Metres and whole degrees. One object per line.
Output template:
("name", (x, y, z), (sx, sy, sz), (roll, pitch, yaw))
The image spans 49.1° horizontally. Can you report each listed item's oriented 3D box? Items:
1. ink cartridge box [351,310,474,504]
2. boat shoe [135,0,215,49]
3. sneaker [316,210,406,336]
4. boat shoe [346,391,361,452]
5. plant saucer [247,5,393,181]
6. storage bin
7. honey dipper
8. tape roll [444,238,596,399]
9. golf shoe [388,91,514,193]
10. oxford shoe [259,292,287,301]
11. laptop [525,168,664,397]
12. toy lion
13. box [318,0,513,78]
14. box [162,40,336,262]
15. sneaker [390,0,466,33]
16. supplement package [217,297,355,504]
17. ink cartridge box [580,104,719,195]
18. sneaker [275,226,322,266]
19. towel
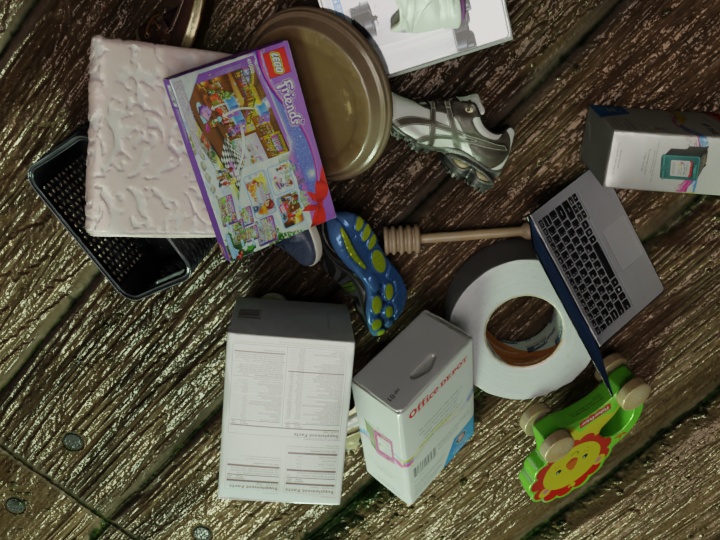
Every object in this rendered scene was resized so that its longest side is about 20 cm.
("ink cartridge box", (0.072, 0.174, 1.004), (0.084, 0.144, 0.203), (30, 145, 32))
("boat shoe", (-0.222, -0.256, 0.892), (0.071, 0.073, 0.202), (24, 120, -10))
("sneaker", (0.000, 0.000, 1.007), (0.071, 0.082, 0.202), (-40, 128, -17))
("boat shoe", (-0.023, 0.218, 1.101), (0.197, 0.075, 0.069), (-30, 105, 14))
("plant saucer", (-0.056, -0.192, 0.891), (0.196, 0.029, 0.204), (17, 127, 23))
("storage bin", (-0.273, -0.080, 0.936), (0.133, 0.094, 0.202), (-19, 117, 34))
("honey dipper", (0.126, -0.043, 0.996), (0.195, 0.038, 0.039), (-3, 115, 2))
("tape roll", (0.208, 0.064, 1.027), (0.195, 0.066, 0.205), (1, 114, 2))
("golf shoe", (0.091, -0.177, 0.921), (0.197, 0.078, 0.095), (28, 105, -20))
("oxford shoe", (-0.125, 0.127, 1.076), (0.074, 0.057, 0.205), (14, 104, 28))
("laptop", (0.281, 0.001, 0.907), (0.198, 0.116, 0.189), (-35, 102, -17))
("toy lion", (0.303, 0.233, 1.084), (0.198, 0.069, 0.193), (-32, 136, -6))
("box", (0.060, -0.288, 0.871), (0.196, 0.060, 0.119), (-14, 114, 8))
("box", (-0.116, -0.129, 0.855), (0.135, 0.039, 0.204), (-23, 112, -20))
("sneaker", (0.044, -0.324, 0.769), (0.097, 0.076, 0.203), (-9, 126, 12))
("supplement package", (-0.091, 0.155, 0.968), (0.147, 0.152, 0.205), (4, 103, -5))
("ink cartridge box", (0.364, -0.137, 0.900), (0.195, 0.117, 0.069), (3, 115, 0))
("sneaker", (-0.131, -0.071, 0.947), (0.201, 0.085, 0.075), (49, 143, -7))
("towel", (-0.198, -0.138, 0.851), (0.187, 0.032, 0.205), (0, 102, -27))
